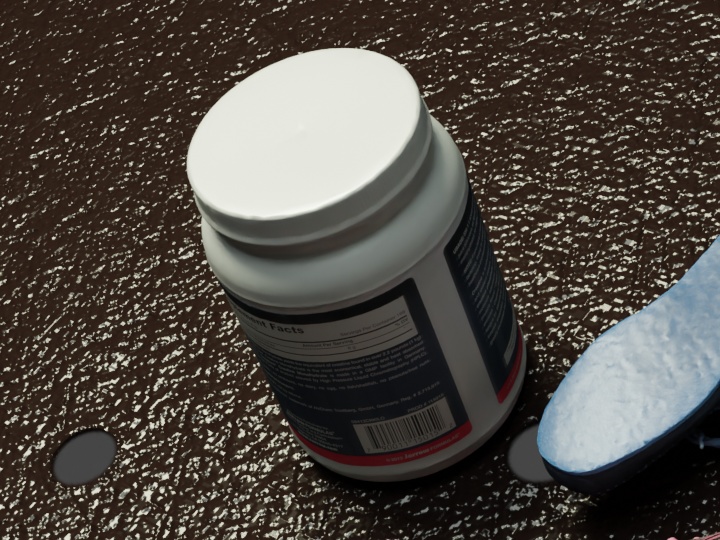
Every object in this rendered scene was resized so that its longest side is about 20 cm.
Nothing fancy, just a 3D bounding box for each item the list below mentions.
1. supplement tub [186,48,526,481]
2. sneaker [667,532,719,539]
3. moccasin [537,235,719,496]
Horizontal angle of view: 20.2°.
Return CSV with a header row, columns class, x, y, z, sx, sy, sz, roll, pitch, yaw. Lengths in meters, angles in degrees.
class,x,y,z,sx,sy,sz,roll,pitch,yaw
supplement tub,0.000,0.000,1.057,0.139,0.201,0.141,-12,42,11
sneaker,0.160,0.147,0.941,0.199,0.079,0.095,-27,31,-5
moccasin,0.175,0.050,1.031,0.200,0.068,0.080,-39,52,-15
